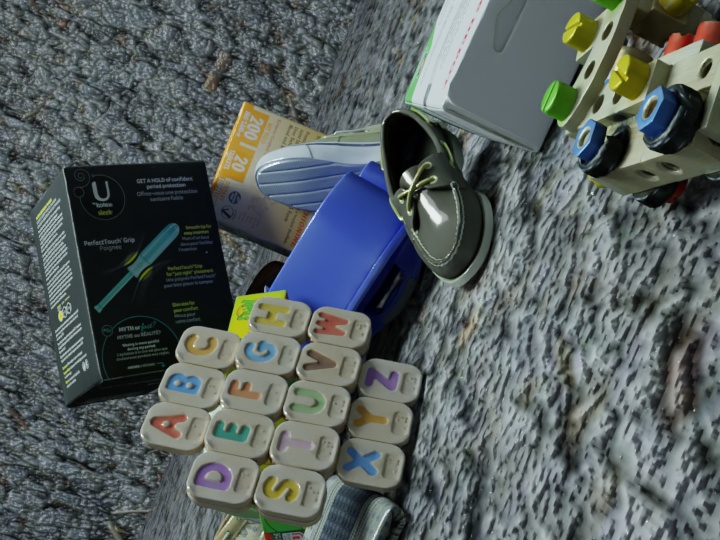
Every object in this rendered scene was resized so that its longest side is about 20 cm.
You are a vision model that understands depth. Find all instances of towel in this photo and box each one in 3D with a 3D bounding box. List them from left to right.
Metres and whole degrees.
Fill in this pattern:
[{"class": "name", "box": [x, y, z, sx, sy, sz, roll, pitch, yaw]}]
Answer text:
[{"class": "towel", "box": [-0.028, 0.257, 0.839, 0.203, 0.034, 0.192, -67, 12, -9]}]

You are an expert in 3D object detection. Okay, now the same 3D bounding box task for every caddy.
[{"class": "caddy", "box": [0.000, 0.000, 1.034, 0.201, 0.104, 0.141, -58, -7, 22]}]

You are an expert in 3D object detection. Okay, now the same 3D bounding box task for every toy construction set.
[{"class": "toy construction set", "box": [0.146, -0.103, 0.517, 0.200, 0.091, 0.133, 104, -172, -80]}]

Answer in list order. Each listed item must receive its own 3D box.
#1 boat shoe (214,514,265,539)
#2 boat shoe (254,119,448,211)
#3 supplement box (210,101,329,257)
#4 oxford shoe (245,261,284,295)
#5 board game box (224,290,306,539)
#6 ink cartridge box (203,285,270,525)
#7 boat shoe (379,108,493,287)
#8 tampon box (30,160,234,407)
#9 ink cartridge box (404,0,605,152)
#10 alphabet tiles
[{"class": "boat shoe", "box": [-0.088, 0.199, 1.182, 0.073, 0.062, 0.203, 138, 154, -70]}, {"class": "boat shoe", "box": [-0.005, -0.104, 1.108, 0.063, 0.196, 0.073, -77, -20, -45]}, {"class": "supplement box", "box": [-0.050, -0.074, 1.175, 0.074, 0.197, 0.128, 107, -175, -83]}, {"class": "oxford shoe", "box": [-0.113, 0.085, 1.188, 0.202, 0.070, 0.071, -64, 27, 10]}, {"class": "board game box", "box": [-0.071, 0.132, 0.983, 0.102, 0.047, 0.203, -87, -12, -64]}, {"class": "ink cartridge box", "box": [-0.094, 0.134, 1.094, 0.146, 0.047, 0.204, 46, -135, -63]}, {"class": "boat shoe", "box": [0.054, -0.063, 0.909, 0.072, 0.060, 0.203, -46, 29, 22]}, {"class": "tampon box", "box": [-0.219, 0.012, 1.103, 0.126, 0.148, 0.204, -30, 69, 55]}, {"class": "ink cartridge box", "box": [0.109, -0.178, 0.880, 0.200, 0.083, 0.148, -117, 50, -78]}, {"class": "alphabet tiles", "box": [-0.055, 0.097, 0.845, 0.202, 0.192, 0.015, -73, -10, -46]}]
